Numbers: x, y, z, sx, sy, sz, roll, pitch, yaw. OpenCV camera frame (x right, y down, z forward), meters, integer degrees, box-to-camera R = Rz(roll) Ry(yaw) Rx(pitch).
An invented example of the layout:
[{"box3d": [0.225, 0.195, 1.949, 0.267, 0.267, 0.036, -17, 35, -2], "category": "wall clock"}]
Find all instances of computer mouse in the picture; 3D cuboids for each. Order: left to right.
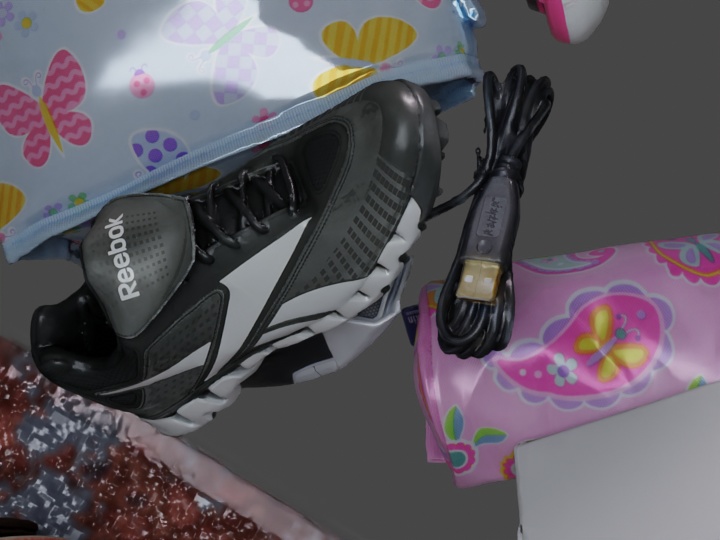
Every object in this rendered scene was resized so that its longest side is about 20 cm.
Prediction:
[{"box3d": [0.000, 0.000, 0.988, 0.044, 0.200, 0.110, 23, 61, -34], "category": "computer mouse"}]

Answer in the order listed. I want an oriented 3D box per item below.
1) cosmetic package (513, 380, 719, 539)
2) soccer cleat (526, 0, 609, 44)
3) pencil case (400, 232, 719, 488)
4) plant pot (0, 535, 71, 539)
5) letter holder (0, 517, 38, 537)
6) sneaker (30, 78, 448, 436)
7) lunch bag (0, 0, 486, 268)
[{"box3d": [0.162, 0.093, 0.924, 0.200, 0.085, 0.108, -19, 42, 19], "category": "cosmetic package"}, {"box3d": [0.089, -0.193, 1.025, 0.086, 0.070, 0.201, -11, 83, 4], "category": "soccer cleat"}, {"box3d": [0.117, 0.032, 0.997, 0.199, 0.087, 0.088, -10, 84, 5], "category": "pencil case"}, {"box3d": [-0.149, 0.204, 0.961, 0.200, 0.200, 0.178, -16, 73, 4], "category": "plant pot"}, {"box3d": [-0.206, 0.063, 0.964, 0.142, 0.200, 0.101, -8, 84, 5], "category": "letter holder"}, {"box3d": [-0.052, -0.004, 0.935, 0.200, 0.090, 0.067, -41, 51, 37], "category": "sneaker"}, {"box3d": [-0.062, -0.110, 1.006, 0.200, 0.127, 0.170, -25, 82, 14], "category": "lunch bag"}]
